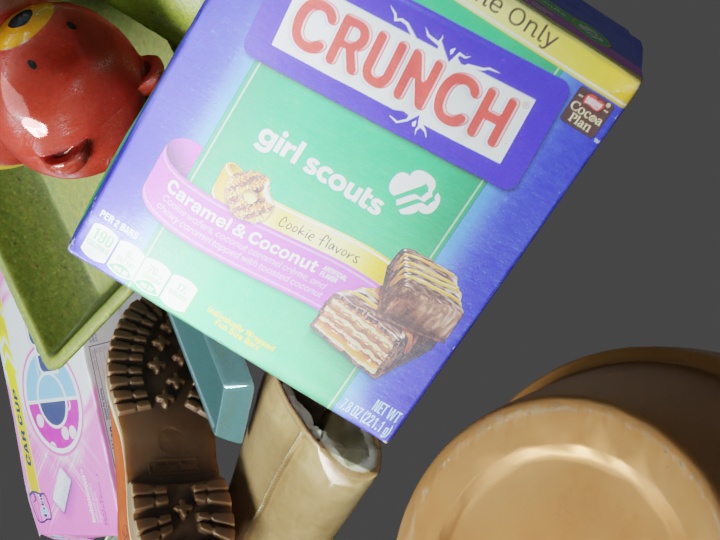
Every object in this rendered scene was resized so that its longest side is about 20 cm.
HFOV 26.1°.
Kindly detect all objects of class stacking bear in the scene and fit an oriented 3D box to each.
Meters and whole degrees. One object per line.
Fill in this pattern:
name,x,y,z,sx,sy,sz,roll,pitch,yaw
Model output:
stacking bear,-0.180,-0.100,0.748,0.199,0.121,0.114,22,145,39

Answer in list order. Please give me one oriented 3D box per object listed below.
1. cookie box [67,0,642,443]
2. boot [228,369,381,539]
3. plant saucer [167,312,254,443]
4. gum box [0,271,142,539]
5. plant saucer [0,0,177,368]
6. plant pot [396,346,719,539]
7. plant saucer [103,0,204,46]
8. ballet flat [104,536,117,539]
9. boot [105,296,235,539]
cookie box,-0.003,-0.055,0.671,0.170,0.075,0.201,31,112,-5
boot,-0.034,0.169,0.906,0.175,0.066,0.201,52,136,25
plant saucer,-0.106,0.004,0.918,0.070,0.019,0.201,106,144,-55
gum box,-0.178,0.081,1.029,0.113,0.066,0.202,-10,92,49
plant saucer,-0.142,-0.082,0.835,0.200,0.048,0.201,-41,70,38
plant pot,0.102,0.122,0.611,0.199,0.140,0.202,-6,77,28
plant saucer,-0.082,-0.218,0.725,0.199,0.048,0.201,32,97,22
ballet flat,-0.184,0.227,1.120,0.200,0.067,0.064,-36,50,49
boot,-0.124,0.115,0.950,0.107,0.074,0.201,117,153,-53
